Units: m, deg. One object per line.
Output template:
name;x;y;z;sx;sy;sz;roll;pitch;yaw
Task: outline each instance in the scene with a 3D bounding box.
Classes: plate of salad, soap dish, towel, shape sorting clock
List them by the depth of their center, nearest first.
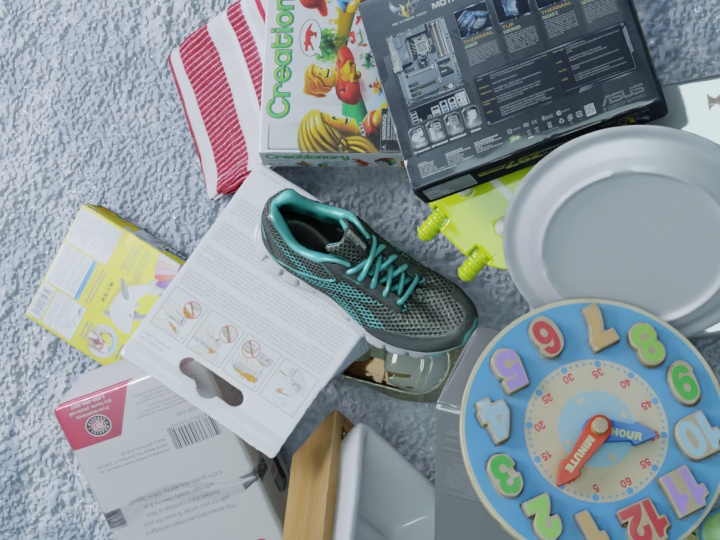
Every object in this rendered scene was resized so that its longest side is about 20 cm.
shape sorting clock;0.170;0.115;1.481;0.198;0.039;0.202;2;73;-5
plate of salad;0.204;-0.028;1.510;0.198;0.048;0.201;3;128;4
soap dish;0.002;0.238;1.641;0.081;0.157;0.201;-22;42;28
towel;-0.091;-0.154;1.721;0.199;0.023;0.145;-26;79;49

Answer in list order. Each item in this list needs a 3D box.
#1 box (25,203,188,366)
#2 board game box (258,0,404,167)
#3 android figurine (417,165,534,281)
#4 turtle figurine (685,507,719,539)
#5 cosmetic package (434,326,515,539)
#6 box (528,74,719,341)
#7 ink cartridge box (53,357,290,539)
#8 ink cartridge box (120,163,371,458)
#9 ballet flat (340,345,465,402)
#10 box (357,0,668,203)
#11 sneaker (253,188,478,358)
box;-0.181;0.040;1.791;0.199;0.048;0.118;32;98;15
board game box;-0.012;-0.182;1.612;0.125;0.035;0.202;0;75;5
android figurine;0.128;-0.082;1.573;0.200;0.041;0.182;-46;77;10
turtle figurine;0.295;0.180;1.588;0.142;0.194;0.202;2;68;2
cosmetic package;0.110;0.158;1.603;0.089;0.107;0.201;14;127;14
box;0.232;-0.041;1.629;0.198;0.131;0.201;-9;87;16
ink cartridge box;-0.147;0.168;1.729;0.144;0.085;0.201;-19;105;15
ink cartridge box;-0.072;0.036;1.664;0.161;0.050;0.201;32;78;15
ballet flat;0.012;0.074;1.718;0.198;0.062;0.068;9;97;10
box;0.112;-0.159;1.533;0.198;0.051;0.159;-20;74;11
sneaker;0.000;0.000;1.598;0.199;0.091;0.078;26;73;11
